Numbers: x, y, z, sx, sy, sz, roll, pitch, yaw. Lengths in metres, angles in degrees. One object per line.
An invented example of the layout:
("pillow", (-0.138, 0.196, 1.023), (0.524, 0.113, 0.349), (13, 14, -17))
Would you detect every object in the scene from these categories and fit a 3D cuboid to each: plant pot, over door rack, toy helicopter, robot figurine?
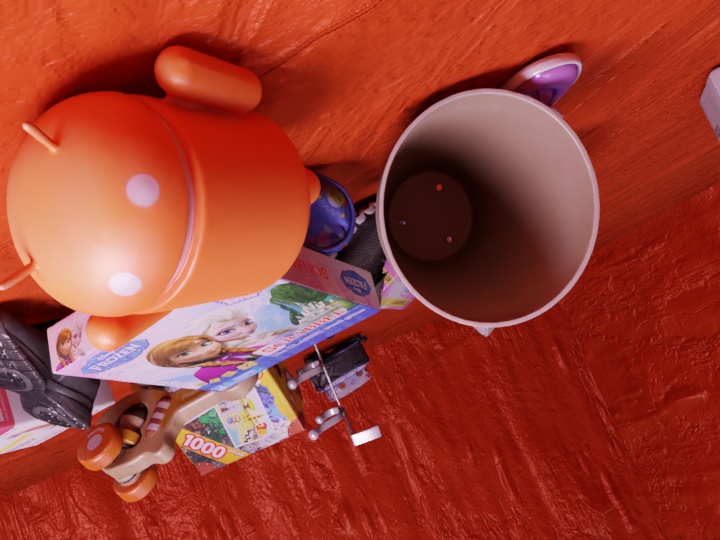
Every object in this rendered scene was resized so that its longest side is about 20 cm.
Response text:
("plant pot", (0.088, -0.054, 0.726), (0.185, 0.190, 0.200), (-22, -174, -8))
("over door rack", (-0.053, 0.126, 0.942), (0.066, 0.150, 0.200), (-23, -177, -15))
("toy helicopter", (-0.196, 0.140, 0.827), (0.198, 0.133, 0.079), (-27, 127, 8))
("robot figurine", (-0.106, -0.035, 0.440), (0.143, 0.118, 0.199), (-29, 169, 31))

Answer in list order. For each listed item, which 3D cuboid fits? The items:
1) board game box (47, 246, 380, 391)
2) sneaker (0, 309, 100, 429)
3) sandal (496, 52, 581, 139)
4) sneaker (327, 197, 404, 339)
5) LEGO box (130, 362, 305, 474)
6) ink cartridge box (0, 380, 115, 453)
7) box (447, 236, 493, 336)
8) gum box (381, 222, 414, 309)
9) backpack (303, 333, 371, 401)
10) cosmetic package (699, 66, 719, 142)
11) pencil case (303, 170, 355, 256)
("board game box", (-0.115, 0.041, 0.658), (0.198, 0.042, 0.199), (-29, 155, 25))
("sneaker", (-0.301, 0.078, 0.746), (0.075, 0.092, 0.201), (10, 151, 8))
("sandal", (0.156, -0.137, 0.734), (0.081, 0.050, 0.203), (-22, 170, -12))
("sneaker", (0.000, 0.000, 0.841), (0.200, 0.090, 0.067), (-43, 167, -25))
("LEGO box", (-0.175, 0.131, 0.954), (0.147, 0.202, 0.078), (-24, -148, 5))
("ink cartridge box", (-0.388, 0.146, 0.850), (0.144, 0.084, 0.199), (-27, 170, 20))
("box", (0.179, -0.032, 0.971), (0.200, 0.109, 0.128), (-48, 167, -1))
("gum box", (0.053, -0.014, 1.010), (0.114, 0.066, 0.200), (-48, 165, 11))
("backpack", (-0.064, 0.287, 2.291), (0.198, 0.156, 0.190), (-24, -178, -15))
("cosmetic package", (0.562, -0.207, 0.993), (0.198, 0.169, 0.166), (-27, 170, 17))
("pencil case", (-0.084, -0.015, 0.721), (0.199, 0.078, 0.087), (-35, -166, 49))
